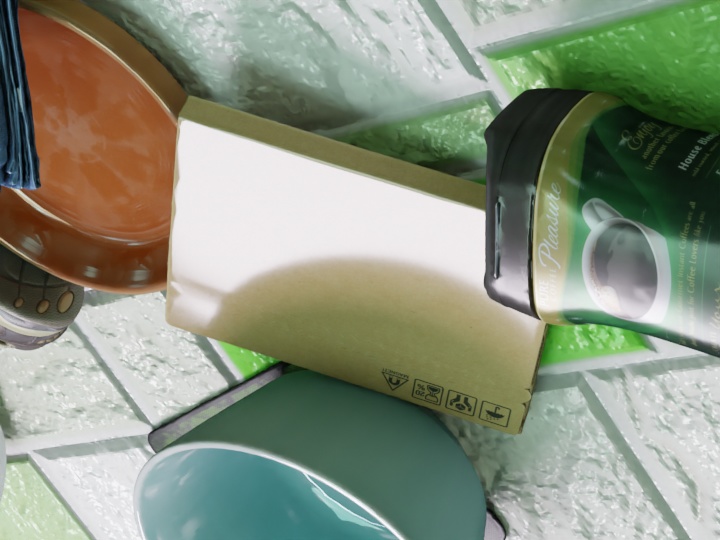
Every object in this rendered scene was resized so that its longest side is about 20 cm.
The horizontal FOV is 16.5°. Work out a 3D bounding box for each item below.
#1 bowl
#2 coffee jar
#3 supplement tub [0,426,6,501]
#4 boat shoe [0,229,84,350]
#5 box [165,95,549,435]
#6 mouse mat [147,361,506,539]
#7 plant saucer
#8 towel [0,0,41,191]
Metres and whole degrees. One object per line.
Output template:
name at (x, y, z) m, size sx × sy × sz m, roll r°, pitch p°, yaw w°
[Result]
bowl at (-0.012, 0.130, 1.347) m, size 0.200 × 0.105 × 0.201 m, roll 21°, pitch 141°, yaw 18°
coffee jar at (0.149, -0.015, 1.097) m, size 0.200 × 0.085 × 0.105 m, roll 15°, pitch 125°, yaw 24°
supplement tub at (-0.337, 0.116, 1.558) m, size 0.200 × 0.144 × 0.145 m, roll 13°, pitch 137°, yaw 27°
boat shoe at (-0.253, -0.014, 1.417) m, size 0.200 × 0.075 × 0.073 m, roll 35°, pitch 142°, yaw 3°
box at (0.000, 0.000, 1.253) m, size 0.200 × 0.021 × 0.164 m, roll 18°, pitch 140°, yaw 7°
mouse mat at (-0.023, 0.125, 1.442) m, size 0.161 × 0.008 × 0.200 m, roll 46°, pitch 142°, yaw -12°
plant saucer at (-0.157, -0.072, 1.317) m, size 0.200 × 0.032 × 0.201 m, roll 22°, pitch 141°, yaw 19°
towel at (-0.216, -0.137, 1.236) m, size 0.111 × 0.049 × 0.200 m, roll 10°, pitch 116°, yaw 35°
